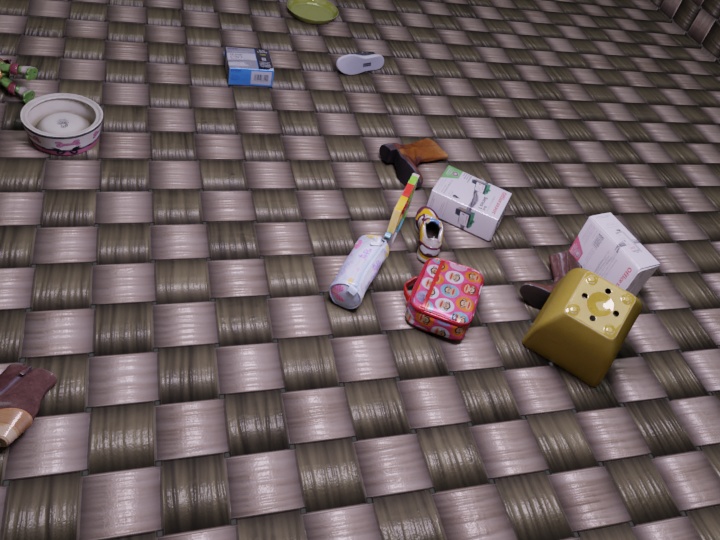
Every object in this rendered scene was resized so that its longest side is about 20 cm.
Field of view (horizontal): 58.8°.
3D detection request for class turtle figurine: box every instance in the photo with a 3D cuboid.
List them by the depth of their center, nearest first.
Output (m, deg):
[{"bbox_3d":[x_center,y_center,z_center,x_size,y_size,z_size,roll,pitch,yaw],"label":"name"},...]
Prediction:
[{"bbox_3d":[-0.993,-0.531,1.720,0.193,0.200,0.145,19,79,-2],"label":"turtle figurine"}]

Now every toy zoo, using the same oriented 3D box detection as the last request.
[{"bbox_3d":[0.101,-0.145,1.643,0.020,0.132,0.200,21,45,6],"label":"toy zoo"}]

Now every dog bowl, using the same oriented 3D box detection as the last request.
[{"bbox_3d":[-0.778,-0.380,1.677,0.199,0.074,0.201,8,45,-8],"label":"dog bowl"}]

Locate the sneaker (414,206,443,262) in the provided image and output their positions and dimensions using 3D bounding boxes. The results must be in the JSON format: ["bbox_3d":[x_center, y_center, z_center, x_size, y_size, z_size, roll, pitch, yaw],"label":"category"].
[{"bbox_3d":[0.185,-0.114,1.665,0.075,0.090,0.201,7,46,-8],"label":"sneaker"}]

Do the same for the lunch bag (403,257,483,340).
[{"bbox_3d":[0.189,0.060,1.511,0.175,0.082,0.200,19,43,9],"label":"lunch bag"}]

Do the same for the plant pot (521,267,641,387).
[{"bbox_3d":[0.504,0.107,1.417,0.195,0.200,0.195,31,72,16],"label":"plant pot"}]

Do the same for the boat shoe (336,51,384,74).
[{"bbox_3d":[-0.009,-0.727,2.228,0.199,0.069,0.057,-15,44,-34],"label":"boat shoe"}]

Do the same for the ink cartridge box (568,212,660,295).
[{"bbox_3d":[0.654,-0.029,1.668,0.082,0.147,0.200,-11,51,-26],"label":"ink cartridge box"}]

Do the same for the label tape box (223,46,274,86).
[{"bbox_3d":[-0.367,-0.681,2.083,0.143,0.066,0.201,-2,49,-17],"label":"label tape box"}]

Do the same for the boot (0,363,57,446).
[{"bbox_3d":[-0.669,0.232,1.137,0.199,0.073,0.167,11,33,-2],"label":"boot"}]

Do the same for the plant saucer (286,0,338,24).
[{"bbox_3d":[-0.185,-0.997,2.460,0.199,0.031,0.201,8,46,-8],"label":"plant saucer"}]

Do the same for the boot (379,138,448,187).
[{"bbox_3d":[0.181,-0.321,1.902,0.199,0.069,0.188,-14,44,-35],"label":"boot"}]

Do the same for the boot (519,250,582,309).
[{"bbox_3d":[0.492,0.013,1.642,0.186,0.064,0.201,23,47,-11],"label":"boot"}]

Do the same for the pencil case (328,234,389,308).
[{"bbox_3d":[0.000,0.000,1.507,0.083,0.090,0.200,52,44,-21],"label":"pencil case"}]

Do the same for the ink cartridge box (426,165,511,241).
[{"bbox_3d":[0.301,-0.188,1.771,0.199,0.085,0.146,25,46,10],"label":"ink cartridge box"}]
